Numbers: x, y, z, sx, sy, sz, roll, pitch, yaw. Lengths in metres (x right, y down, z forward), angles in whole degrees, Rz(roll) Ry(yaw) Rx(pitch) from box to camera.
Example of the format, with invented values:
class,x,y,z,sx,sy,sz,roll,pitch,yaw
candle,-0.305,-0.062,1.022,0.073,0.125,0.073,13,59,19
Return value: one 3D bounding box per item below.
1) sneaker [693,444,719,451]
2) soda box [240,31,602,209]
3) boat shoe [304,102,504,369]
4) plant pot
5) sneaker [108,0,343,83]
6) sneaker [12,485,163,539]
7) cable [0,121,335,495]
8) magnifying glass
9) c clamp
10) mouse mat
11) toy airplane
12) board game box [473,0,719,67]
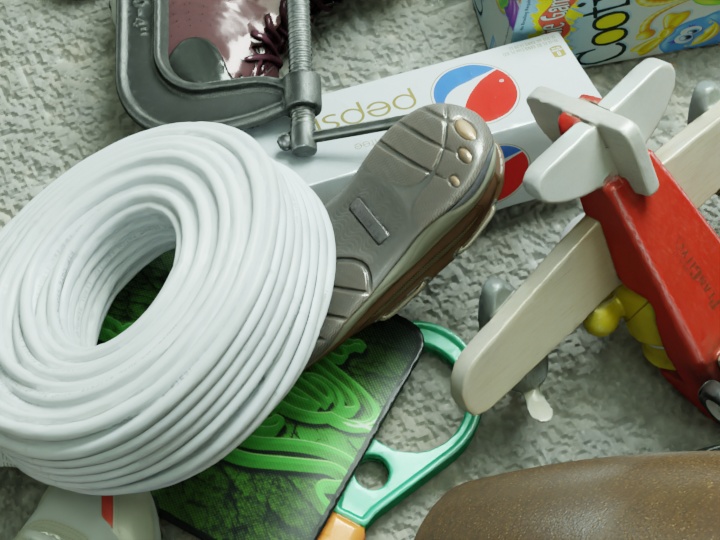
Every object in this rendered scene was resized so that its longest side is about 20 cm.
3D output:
class,x,y,z,sx,sy,sz,roll,pitch,yaw
sneaker,0.256,0.118,0.780,0.197,0.087,0.081,3,63,-2
soda box,0.034,-0.068,0.854,0.198,0.064,0.068,-17,50,-11
boat shoe,0.000,0.000,0.793,0.199,0.072,0.076,-38,62,11
plant pot,0.122,0.162,0.691,0.199,0.187,0.188,6,57,44
sneaker,-0.042,-0.139,0.889,0.198,0.076,0.117,-17,67,0
sneaker,-0.157,0.170,0.718,0.070,0.094,0.201,13,66,20
cable,-0.110,0.014,0.752,0.199,0.069,0.201,10,63,40
magnifying glass,0.002,0.115,0.801,0.079,0.022,0.201,25,67,8
c clamp,-0.057,-0.147,0.842,0.169,0.027,0.202,-13,68,8
mouse mat,-0.084,0.055,0.820,0.198,0.008,0.162,26,66,14
toy airplane,0.142,-0.016,0.804,0.198,0.141,0.202,5,93,-22
board game box,0.171,-0.197,0.908,0.198,0.105,0.104,-11,67,-8
